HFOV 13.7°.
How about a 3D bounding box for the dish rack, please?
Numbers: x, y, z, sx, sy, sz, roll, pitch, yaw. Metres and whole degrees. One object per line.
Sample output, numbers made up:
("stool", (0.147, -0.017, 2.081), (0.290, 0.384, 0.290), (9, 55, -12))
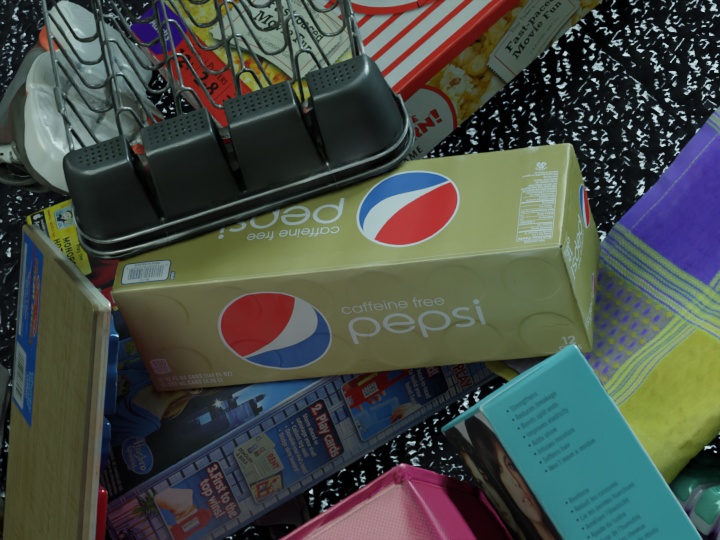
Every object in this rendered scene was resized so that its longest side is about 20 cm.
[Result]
("dish rack", (-0.070, -0.109, 1.330), (0.153, 0.055, 0.200), (-17, 47, 2))

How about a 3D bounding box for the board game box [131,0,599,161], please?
("board game box", (0.012, -0.128, 1.388), (0.200, 0.046, 0.152), (-42, 48, -4))

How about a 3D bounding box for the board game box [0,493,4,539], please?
("board game box", (-0.246, 0.147, 1.490), (0.151, 0.046, 0.200), (-30, 60, 19))

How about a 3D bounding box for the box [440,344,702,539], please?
("box", (0.112, 0.130, 1.201), (0.049, 0.082, 0.200), (-32, 87, -13))

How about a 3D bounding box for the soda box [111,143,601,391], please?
("soda box", (0.000, 0.000, 1.292), (0.200, 0.068, 0.064), (-5, 45, 16))

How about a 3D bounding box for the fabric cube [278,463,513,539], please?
("fabric cube", (0.003, 0.215, 1.180), (0.200, 0.196, 0.199), (-33, 78, 8))

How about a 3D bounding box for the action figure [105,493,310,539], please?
("action figure", (-0.093, 0.135, 1.391), (0.130, 0.069, 0.200), (-8, 54, 36))

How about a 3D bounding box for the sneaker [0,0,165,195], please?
("sneaker", (-0.143, -0.062, 1.449), (0.082, 0.077, 0.200), (-51, 12, 15))

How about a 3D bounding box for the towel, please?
("towel", (0.152, -0.004, 1.273), (0.200, 0.023, 0.144), (-46, 33, -1))

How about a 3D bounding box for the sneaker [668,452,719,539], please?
("sneaker", (0.168, 0.140, 1.230), (0.200, 0.074, 0.088), (29, 104, 40))

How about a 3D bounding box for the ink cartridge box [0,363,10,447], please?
("ink cartridge box", (-0.262, 0.086, 1.373), (0.084, 0.200, 0.145), (-1, 72, 33))

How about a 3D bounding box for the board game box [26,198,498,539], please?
("board game box", (-0.037, 0.023, 1.377), (0.200, 0.062, 0.200), (-20, 45, 0))

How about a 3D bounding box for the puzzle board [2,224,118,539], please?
("puzzle board", (-0.134, 0.093, 1.325), (0.151, 0.017, 0.200), (-140, 54, -68))
